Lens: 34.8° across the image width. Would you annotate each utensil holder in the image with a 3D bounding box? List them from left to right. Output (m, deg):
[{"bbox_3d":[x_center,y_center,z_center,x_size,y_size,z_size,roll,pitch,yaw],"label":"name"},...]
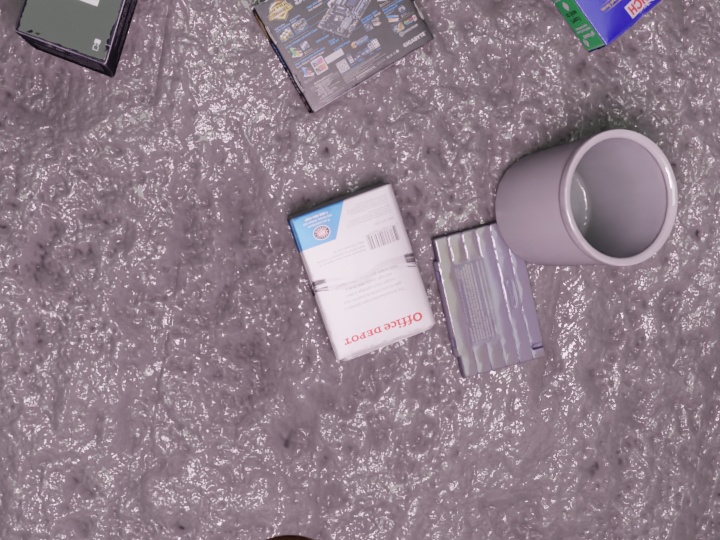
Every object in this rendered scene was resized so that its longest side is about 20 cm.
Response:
[{"bbox_3d":[0.290,-0.089,1.514,0.167,0.200,0.173,0,89,-22],"label":"utensil holder"}]

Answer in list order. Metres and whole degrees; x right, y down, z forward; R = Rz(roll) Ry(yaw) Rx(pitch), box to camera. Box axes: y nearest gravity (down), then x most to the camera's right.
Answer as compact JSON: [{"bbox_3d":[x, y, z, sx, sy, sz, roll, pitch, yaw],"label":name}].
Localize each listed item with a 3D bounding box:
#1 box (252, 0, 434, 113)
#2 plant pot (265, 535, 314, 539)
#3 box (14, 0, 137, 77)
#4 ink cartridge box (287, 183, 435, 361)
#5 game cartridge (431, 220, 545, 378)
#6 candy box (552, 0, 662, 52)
[{"bbox_3d":[-0.022,-0.330,1.543,0.198,0.046,0.160,-32,98,-4],"label":"box"},{"bbox_3d":[-0.090,0.475,1.521,0.184,0.200,0.190,-1,95,-8],"label":"plant pot"},{"bbox_3d":[-0.334,-0.358,1.417,0.116,0.200,0.200,17,92,-10],"label":"box"},{"bbox_3d":[0.000,0.000,1.553,0.144,0.086,0.203,-19,98,-6],"label":"ink cartridge box"},{"bbox_3d":[0.177,0.038,1.609,0.128,0.038,0.203,-13,96,-3],"label":"game cartridge"},{"bbox_3d":[0.330,-0.433,1.570,0.168,0.077,0.201,-38,97,-4],"label":"candy box"}]
